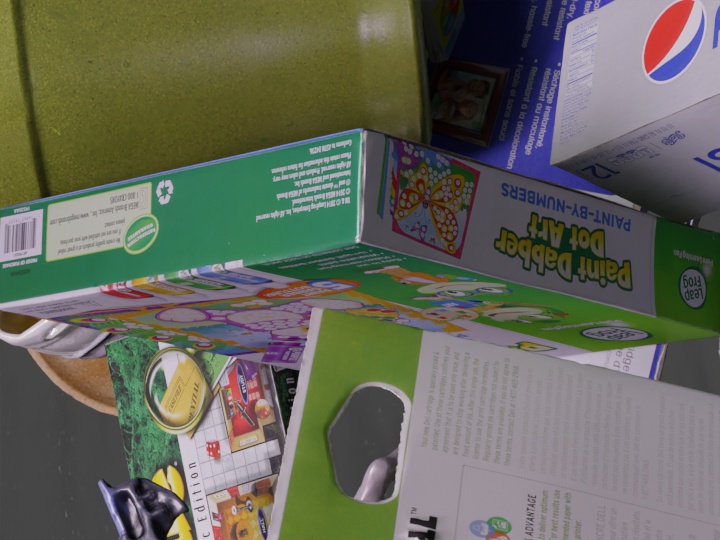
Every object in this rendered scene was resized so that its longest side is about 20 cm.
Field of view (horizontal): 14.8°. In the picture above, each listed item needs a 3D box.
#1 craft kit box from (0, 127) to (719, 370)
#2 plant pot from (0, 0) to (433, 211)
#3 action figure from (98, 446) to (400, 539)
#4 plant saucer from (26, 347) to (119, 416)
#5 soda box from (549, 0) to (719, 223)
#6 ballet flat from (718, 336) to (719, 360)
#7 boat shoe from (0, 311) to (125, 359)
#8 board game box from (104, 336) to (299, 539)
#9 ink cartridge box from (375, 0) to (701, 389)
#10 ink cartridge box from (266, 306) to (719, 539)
[{"bbox_3d":[0.000,0.000,1.043,0.200,0.197,0.049,-10,76,45],"label":"craft kit box"},{"bbox_3d":[-0.071,-0.100,1.124,0.192,0.200,0.201,-6,71,0],"label":"plant pot"},{"bbox_3d":[-0.049,0.145,1.085,0.193,0.105,0.200,-37,68,9],"label":"action figure"},{"bbox_3d":[-0.092,-0.030,1.305,0.200,0.035,0.201,-3,86,39],"label":"plant saucer"},{"bbox_3d":[0.158,-0.079,0.971,0.200,0.068,0.064,-23,52,50],"label":"soda box"},{"bbox_3d":[0.203,-0.034,1.009,0.200,0.074,0.074,-46,51,26],"label":"ballet flat"},{"bbox_3d":[-0.109,-0.044,1.241,0.202,0.086,0.075,-52,59,24],"label":"boat shoe"},{"bbox_3d":[-0.055,0.116,1.231,0.105,0.023,0.200,-22,77,43],"label":"board game box"},{"bbox_3d":[0.076,-0.034,1.146,0.200,0.047,0.198,14,89,45],"label":"ink cartridge box"},{"bbox_3d":[0.065,0.101,0.972,0.148,0.200,0.076,-80,4,-54],"label":"ink cartridge box"}]
